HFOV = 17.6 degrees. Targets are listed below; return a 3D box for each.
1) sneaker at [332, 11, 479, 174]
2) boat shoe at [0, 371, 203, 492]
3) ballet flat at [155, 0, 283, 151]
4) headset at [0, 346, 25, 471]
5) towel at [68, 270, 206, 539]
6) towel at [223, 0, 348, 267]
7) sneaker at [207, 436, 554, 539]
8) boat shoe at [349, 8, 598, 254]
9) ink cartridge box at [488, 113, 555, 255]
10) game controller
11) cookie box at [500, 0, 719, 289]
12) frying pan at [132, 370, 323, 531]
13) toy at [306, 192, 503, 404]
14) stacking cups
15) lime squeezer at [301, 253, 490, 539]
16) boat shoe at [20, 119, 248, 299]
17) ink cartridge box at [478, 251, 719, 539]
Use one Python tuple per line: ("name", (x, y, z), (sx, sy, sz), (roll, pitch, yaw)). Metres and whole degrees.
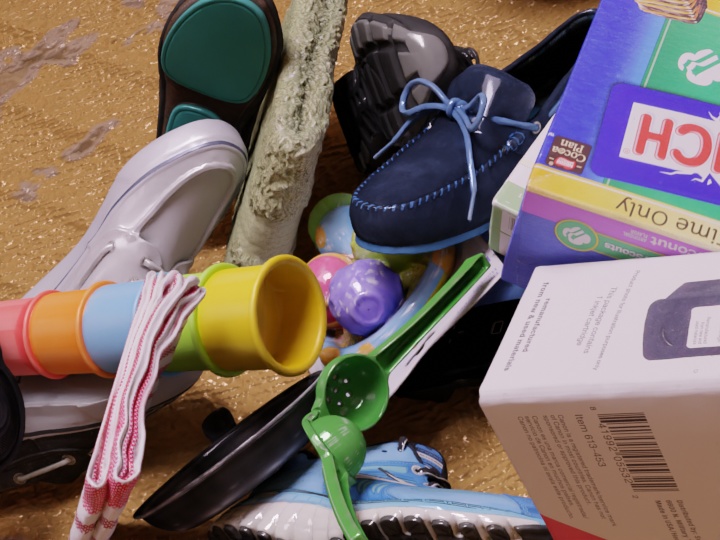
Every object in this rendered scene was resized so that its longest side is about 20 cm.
("sneaker", (0.035, -0.107, 1.289), (0.079, 0.076, 0.200), (-18, -3, -10))
("boat shoe", (-0.167, 0.079, 1.269), (0.199, 0.064, 0.071), (-17, 37, 20))
("ballet flat", (-0.082, -0.112, 1.319), (0.068, 0.200, 0.069), (21, 51, -2))
("headset", (-0.218, 0.099, 1.208), (0.123, 0.094, 0.201), (-39, 51, 25))
("towel", (-0.120, 0.113, 1.115), (0.030, 0.201, 0.147), (17, 42, -4))
("towel", (-0.041, -0.080, 1.330), (0.036, 0.149, 0.201), (15, 39, -6))
("sneaker", (0.022, 0.109, 1.074), (0.199, 0.079, 0.090), (1, 42, 39))
("boat shoe", (0.060, -0.076, 1.178), (0.084, 0.069, 0.200), (14, 36, 33))
("ink cartridge box", (0.173, -0.058, 1.143), (0.145, 0.048, 0.200), (27, 61, 17))
("game controller", (0.074, -0.012, 1.213), (0.104, 0.042, 0.201), (-21, 33, 35))
("cookie box", (0.175, -0.063, 1.027), (0.170, 0.075, 0.201), (19, 56, 8))
("frying pan", (-0.074, 0.097, 1.149), (0.115, 0.031, 0.190), (-39, 3, -26))
("toy", (0.000, 0.000, 1.202), (0.115, 0.047, 0.200), (-48, 18, 6))
("stacking cups", (-0.110, 0.031, 1.191), (0.199, 0.061, 0.061), (-7, 40, 38))
("lime squeezer", (0.005, 0.068, 1.055), (0.070, 0.038, 0.200), (-7, 33, 25))
("boat shoe", (-0.126, 0.006, 1.308), (0.200, 0.073, 0.065), (-50, 45, 18))
("ink cartridge box", (0.171, 0.069, 0.945), (0.199, 0.145, 0.085), (-5, 40, 33))
